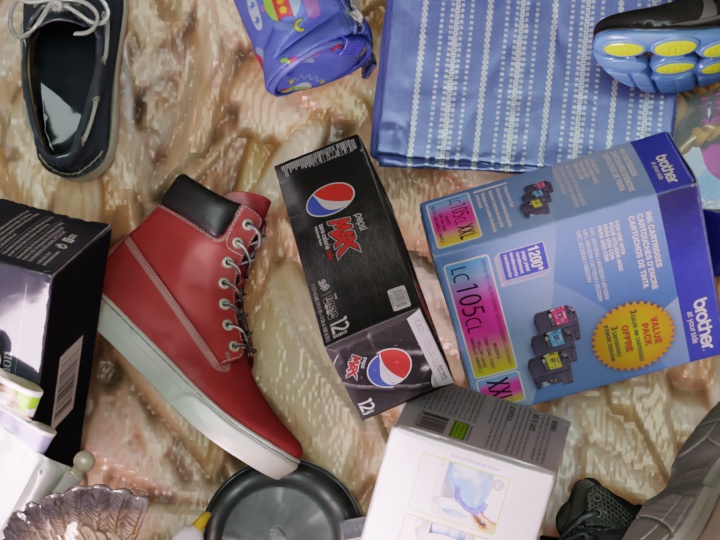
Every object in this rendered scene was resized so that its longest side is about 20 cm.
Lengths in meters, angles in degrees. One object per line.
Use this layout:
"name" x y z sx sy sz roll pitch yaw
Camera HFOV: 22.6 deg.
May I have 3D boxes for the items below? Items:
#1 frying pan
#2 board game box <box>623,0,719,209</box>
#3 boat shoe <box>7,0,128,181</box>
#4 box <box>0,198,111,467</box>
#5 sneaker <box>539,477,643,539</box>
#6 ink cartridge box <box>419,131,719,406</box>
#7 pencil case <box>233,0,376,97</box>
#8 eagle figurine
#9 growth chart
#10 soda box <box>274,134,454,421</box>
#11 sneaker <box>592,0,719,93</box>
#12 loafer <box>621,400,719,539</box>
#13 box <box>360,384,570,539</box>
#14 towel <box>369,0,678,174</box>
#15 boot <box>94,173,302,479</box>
"frying pan" -0.017 0.189 1.195 0.190 0.031 0.115 10 83 10
"board game box" 0.207 -0.128 1.210 0.199 0.041 0.200 1 82 6
"boat shoe" -0.205 -0.163 1.245 0.075 0.062 0.200 1 81 8
"box" -0.274 0.053 1.160 0.182 0.104 0.200 14 112 9
"sneaker" 0.133 0.203 1.116 0.199 0.076 0.114 -23 67 -41
"ink cartridge box" 0.151 0.000 1.147 0.200 0.076 0.137 -17 123 2
"pencil case" -0.056 -0.219 1.230 0.087 0.078 0.200 -27 79 31
"eagle figurine" -0.139 0.210 1.115 0.151 0.200 0.151 2 83 6
"growth chart" -0.259 0.094 1.106 0.200 0.018 0.145 41 113 -4
"soda box" 0.000 0.000 1.141 0.063 0.071 0.200 -23 37 5
"sneaker" 0.235 -0.174 1.157 0.199 0.071 0.083 -22 69 -11
"loafer" 0.234 0.138 1.136 0.200 0.072 0.063 -45 105 -33
"box" 0.051 0.184 1.115 0.101 0.112 0.200 17 105 7
"towel" 0.110 -0.131 1.192 0.200 0.024 0.145 4 81 5
"boot" -0.083 0.030 1.201 0.200 0.072 0.144 43 86 15
